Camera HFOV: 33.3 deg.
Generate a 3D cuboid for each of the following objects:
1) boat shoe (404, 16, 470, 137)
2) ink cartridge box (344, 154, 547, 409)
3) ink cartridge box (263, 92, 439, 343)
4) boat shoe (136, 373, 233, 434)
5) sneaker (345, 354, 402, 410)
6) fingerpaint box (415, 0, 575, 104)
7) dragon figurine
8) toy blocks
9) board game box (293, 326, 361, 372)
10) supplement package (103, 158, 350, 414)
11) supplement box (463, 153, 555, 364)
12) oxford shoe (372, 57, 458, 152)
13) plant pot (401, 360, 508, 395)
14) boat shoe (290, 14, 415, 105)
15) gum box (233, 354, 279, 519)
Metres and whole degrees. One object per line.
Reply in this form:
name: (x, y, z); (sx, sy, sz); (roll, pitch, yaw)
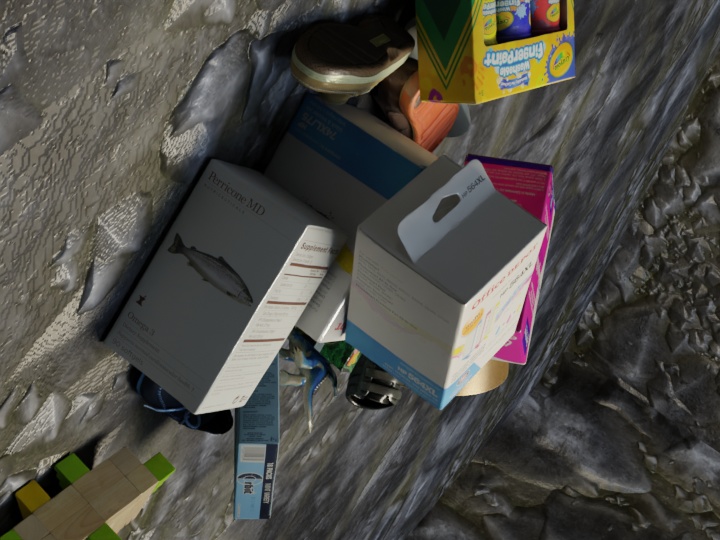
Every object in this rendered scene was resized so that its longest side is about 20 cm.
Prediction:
boat shoe: (0.084, -0.227, 1.335); (0.200, 0.070, 0.064); (68, 25, -61)
ink cartridge box: (0.076, 0.005, 1.120); (0.128, 0.125, 0.200); (-42, 157, -29)
ink cartridge box: (-0.018, -0.050, 1.219); (0.201, 0.146, 0.147); (-59, 160, 12)
boat shoe: (-0.171, 0.126, 1.263); (0.084, 0.068, 0.200); (-55, 164, -4)
sneaker: (0.038, 0.090, 1.346); (0.200, 0.070, 0.100); (124, -23, -52)
fingerpaint box: (0.142, -0.266, 1.223); (0.200, 0.073, 0.168); (-21, 113, -48)
dragon figurine: (-0.045, 0.108, 1.399); (0.099, 0.200, 0.059); (12, 117, -26)
toy blocks: (-0.288, 0.263, 1.189); (0.200, 0.100, 0.137); (-36, 166, -47)
board game box: (0.000, 0.000, 1.314); (0.023, 0.105, 0.201); (12, 112, -56)
supplement package: (-0.122, 0.016, 1.111); (0.201, 0.117, 0.117); (-59, 163, 8)
supplement box: (0.148, -0.012, 1.320); (0.101, 0.103, 0.201); (66, 36, -64)
oxford shoe: (0.057, -0.181, 1.309); (0.071, 0.073, 0.200); (-48, 163, -9)
plant pot: (0.107, 0.022, 1.476); (0.186, 0.186, 0.201); (-30, 133, -55)
boat shoe: (-0.013, -0.186, 1.130); (0.076, 0.072, 0.200); (-51, 167, 29)
gum box: (-0.113, 0.138, 1.292); (0.170, 0.044, 0.201); (100, -11, -53)
